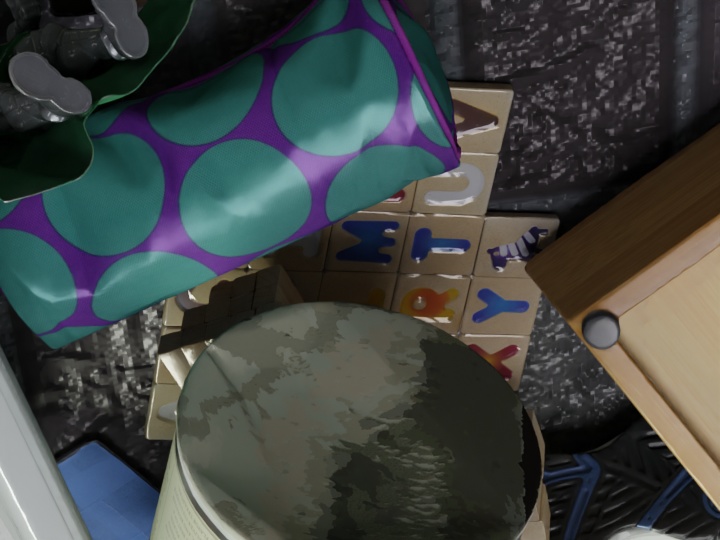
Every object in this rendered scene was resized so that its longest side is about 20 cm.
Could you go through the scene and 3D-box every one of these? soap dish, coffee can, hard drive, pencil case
[{"bbox_3d":[0.189,0.035,1.170,0.157,0.081,0.200,-36,101,19],"label":"soap dish"},{"bbox_3d":[-0.020,0.133,1.135,0.146,0.147,0.200,3,136,-13],"label":"coffee can"},{"bbox_3d":[-0.157,0.047,1.113,0.026,0.132,0.200,-30,137,-12],"label":"hard drive"},{"bbox_3d":[-0.061,-0.045,1.092,0.200,0.085,0.093,-23,91,11],"label":"pencil case"}]

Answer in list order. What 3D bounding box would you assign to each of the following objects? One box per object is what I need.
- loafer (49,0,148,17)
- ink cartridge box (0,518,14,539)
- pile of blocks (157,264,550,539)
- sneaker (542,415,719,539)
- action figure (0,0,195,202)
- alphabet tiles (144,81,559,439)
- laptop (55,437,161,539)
[{"bbox_3d":[-0.136,-0.156,0.998,0.071,0.073,0.200,-31,128,12],"label":"loafer"},{"bbox_3d":[-0.190,0.204,1.266,0.161,0.050,0.201,-21,93,15],"label":"ink cartridge box"},{"bbox_3d":[0.002,0.059,1.207,0.200,0.062,0.082,34,129,-23],"label":"pile of blocks"},{"bbox_3d":[0.131,0.112,1.283,0.199,0.076,0.077,-10,152,-3],"label":"sneaker"},{"bbox_3d":[-0.132,-0.065,1.025,0.118,0.200,0.055,-46,104,-22],"label":"action figure"},{"bbox_3d":[0.000,0.000,1.196,0.167,0.008,0.200,2,129,-12],"label":"alphabet tiles"},{"bbox_3d":[-0.125,0.213,1.282,0.187,0.200,0.116,-34,161,17],"label":"laptop"}]
